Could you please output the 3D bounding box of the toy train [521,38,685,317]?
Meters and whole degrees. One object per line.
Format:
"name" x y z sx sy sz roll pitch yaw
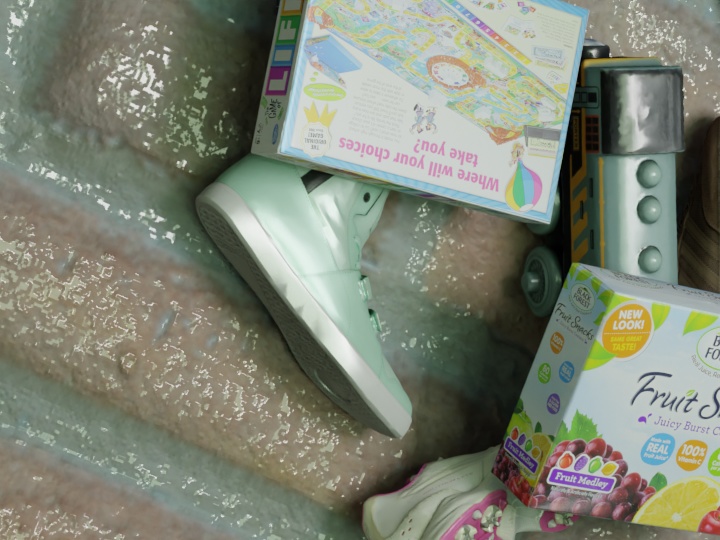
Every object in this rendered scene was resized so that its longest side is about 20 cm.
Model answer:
"toy train" 0.155 -0.045 1.423 0.084 0.114 0.202 -2 95 -24

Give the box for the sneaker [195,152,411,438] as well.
"sneaker" 0.000 0.000 1.378 0.118 0.074 0.201 -41 110 -20

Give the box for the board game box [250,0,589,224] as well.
"board game box" 0.038 -0.114 1.338 0.199 0.034 0.136 13 86 -33

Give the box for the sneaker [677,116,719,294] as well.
"sneaker" 0.223 -0.006 1.481 0.070 0.075 0.202 25 64 -56

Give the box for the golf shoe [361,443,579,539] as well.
"golf shoe" 0.082 0.134 1.426 0.199 0.091 0.076 -24 122 -45

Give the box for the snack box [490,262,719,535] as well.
"snack box" 0.193 0.083 1.378 0.199 0.053 0.143 11 106 -33

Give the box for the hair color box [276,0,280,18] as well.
"hair color box" 0.005 -0.245 1.368 0.099 0.060 0.202 -1 94 -25
